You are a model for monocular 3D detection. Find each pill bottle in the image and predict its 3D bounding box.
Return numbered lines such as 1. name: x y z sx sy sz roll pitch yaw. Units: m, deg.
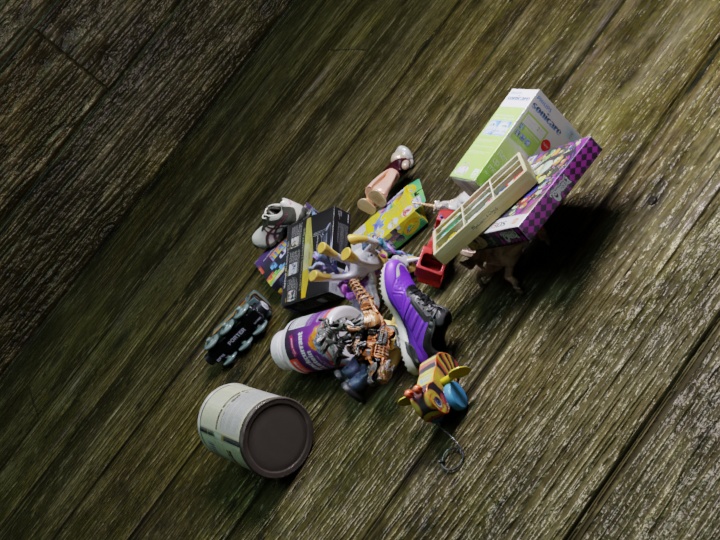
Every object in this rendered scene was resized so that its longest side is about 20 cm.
1. pill bottle: -0.083 0.139 1.767 0.200 0.111 0.112 -18 42 46

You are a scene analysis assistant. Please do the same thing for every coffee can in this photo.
1. coffee can: -0.200 0.296 1.711 0.200 0.146 0.147 3 58 57

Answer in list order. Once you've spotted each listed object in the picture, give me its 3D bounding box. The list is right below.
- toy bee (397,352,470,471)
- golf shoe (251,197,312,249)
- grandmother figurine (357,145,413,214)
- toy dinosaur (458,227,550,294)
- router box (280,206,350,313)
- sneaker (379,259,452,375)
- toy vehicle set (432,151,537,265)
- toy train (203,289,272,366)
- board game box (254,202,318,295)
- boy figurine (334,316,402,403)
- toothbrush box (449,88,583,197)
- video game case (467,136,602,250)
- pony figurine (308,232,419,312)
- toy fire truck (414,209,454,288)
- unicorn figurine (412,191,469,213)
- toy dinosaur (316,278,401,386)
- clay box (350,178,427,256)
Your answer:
1. toy bee: 0.117 0.191 1.417 0.131 0.109 0.200 -43 29 9
2. golf shoe: -0.203 -0.117 2.163 0.200 0.088 0.077 -26 37 41
3. grandmother figurine: 0.065 -0.207 1.986 0.121 0.061 0.200 -24 24 40
4. toy dinosaur: 0.245 -0.042 1.541 0.136 0.086 0.200 -56 22 -15
5. router box: -0.097 -0.021 1.980 0.157 0.052 0.201 -18 60 42
6. sneaker: 0.105 0.069 1.541 0.099 0.201 0.069 -21 -4 37
7. toy vehicle set: 0.198 -0.102 1.483 0.200 0.027 0.124 -43 12 16
8. toy train: -0.283 0.134 2.107 0.200 0.085 0.114 -45 16 14
9. board game box: -0.150 -0.051 2.154 0.200 0.057 0.165 -50 29 1
10. boy figurine: 0.040 0.137 1.638 0.200 0.064 0.124 -47 35 4
11. toothbrush box: 0.278 -0.196 1.607 0.200 0.146 0.086 -54 28 -8
12. video game case: 0.270 -0.119 1.456 0.200 0.036 0.181 -49 14 -17
13. pony figurine: 0.000 0.000 1.753 0.193 0.199 0.167 -32 57 41
14. toy fire truck: 0.142 -0.044 1.643 0.141 0.049 0.201 97 -168 -58
15. unicorn figurine: 0.215 -0.146 1.733 0.200 0.074 0.137 -36 19 -2
16. toy dinosaur: 0.003 0.111 1.594 0.135 0.102 0.200 -18 37 12
17. clay box: 0.066 -0.093 1.896 0.200 0.048 0.115 -40 28 18
